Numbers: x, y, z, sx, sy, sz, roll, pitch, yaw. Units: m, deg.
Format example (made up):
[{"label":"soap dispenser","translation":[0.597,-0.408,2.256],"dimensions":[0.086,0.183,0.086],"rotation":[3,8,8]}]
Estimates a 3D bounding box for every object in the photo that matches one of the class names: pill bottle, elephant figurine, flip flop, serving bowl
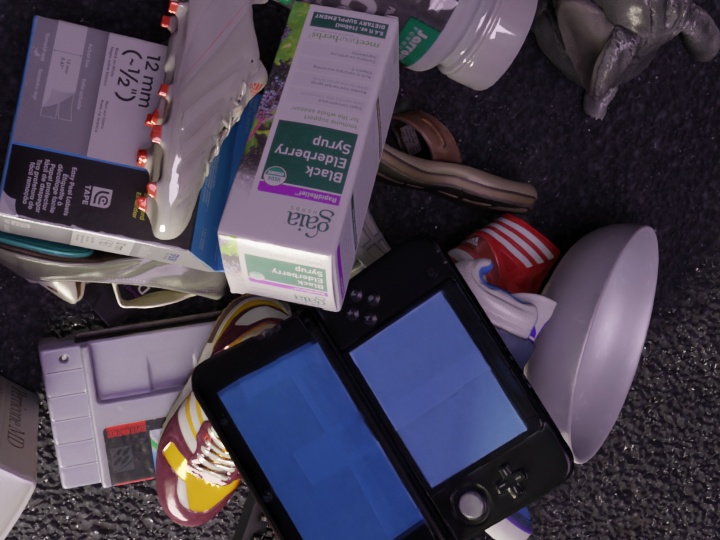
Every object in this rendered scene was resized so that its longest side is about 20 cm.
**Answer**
[{"label":"pill bottle","translation":[0.025,-0.218,0.919],"dimensions":[0.199,0.113,0.114],"rotation":[23,101,-18]},{"label":"elephant figurine","translation":[0.197,-0.194,0.920],"dimensions":[0.154,0.200,0.142],"rotation":[32,98,-20]},{"label":"flip flop","translation":[0.055,-0.094,0.989],"dimensions":[0.198,0.081,0.058],"rotation":[16,86,-19]},{"label":"serving bowl","translation":[0.182,0.053,1.025],"dimensions":[0.065,0.200,0.202],"rotation":[16,107,25]}]

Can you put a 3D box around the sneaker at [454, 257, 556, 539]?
[{"label":"sneaker","translation":[0.104,0.089,0.925],"dimensions":[0.146,0.081,0.201],"rotation":[-38,89,4]}]

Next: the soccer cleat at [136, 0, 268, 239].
[{"label":"soccer cleat","translation":[-0.102,-0.116,0.837],"dimensions":[0.077,0.069,0.202],"rotation":[12,75,-19]}]

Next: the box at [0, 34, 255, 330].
[{"label":"box","translation":[-0.165,-0.069,0.963],"dimensions":[0.200,0.036,0.143],"rotation":[-40,111,3]}]

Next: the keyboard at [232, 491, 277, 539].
[{"label":"keyboard","translation":[-0.067,0.155,1.065],"dimensions":[0.126,0.021,0.202],"rotation":[16,102,-17]}]

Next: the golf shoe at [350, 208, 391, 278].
[{"label":"golf shoe","translation":[0.000,0.000,0.979],"dimensions":[0.078,0.097,0.200],"rotation":[-45,119,7]}]

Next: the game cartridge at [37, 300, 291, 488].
[{"label":"game cartridge","translation":[-0.148,0.102,0.995],"dimensions":[0.198,0.038,0.131],"rotation":[-9,109,-12]}]

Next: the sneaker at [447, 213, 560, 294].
[{"label":"sneaker","translation":[0.132,0.041,1.046],"dimensions":[0.115,0.078,0.201],"rotation":[-36,136,-23]}]

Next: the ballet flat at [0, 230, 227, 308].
[{"label":"ballet flat","translation":[-0.194,-0.002,0.926],"dimensions":[0.198,0.068,0.064],"rotation":[3,115,-14]}]

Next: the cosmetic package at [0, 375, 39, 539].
[{"label":"cosmetic package","translation":[-0.363,0.142,0.915],"dimensions":[0.199,0.165,0.166],"rotation":[32,98,-21]}]

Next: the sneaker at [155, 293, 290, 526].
[{"label":"sneaker","translation":[-0.103,0.120,0.947],"dimensions":[0.074,0.090,0.202],"rotation":[15,107,-21]}]

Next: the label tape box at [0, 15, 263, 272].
[{"label":"label tape box","translation":[-0.146,-0.084,0.884],"dimensions":[0.198,0.066,0.145],"rotation":[11,78,-12]}]

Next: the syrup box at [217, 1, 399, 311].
[{"label":"syrup box","translation":[-0.031,-0.080,0.857],"dimensions":[0.078,0.201,0.082],"rotation":[10,150,8]}]

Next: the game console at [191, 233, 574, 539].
[{"label":"game console","translation":[0.017,0.102,0.839],"dimensions":[0.172,0.119,0.201],"rotation":[-35,82,21]}]
